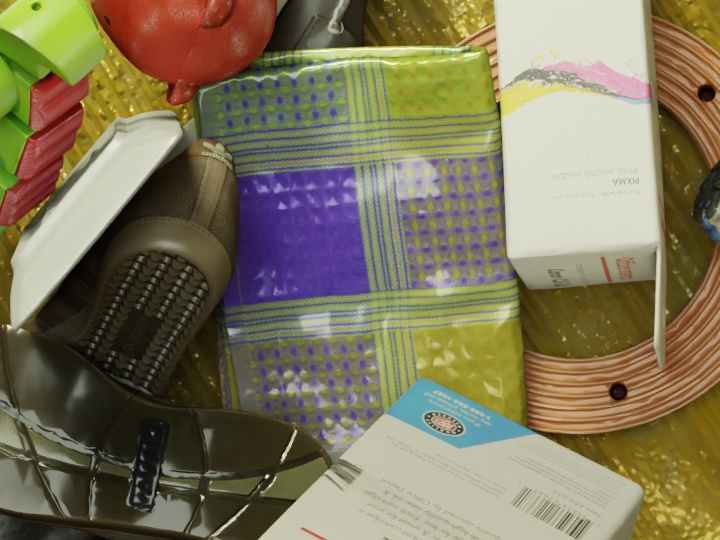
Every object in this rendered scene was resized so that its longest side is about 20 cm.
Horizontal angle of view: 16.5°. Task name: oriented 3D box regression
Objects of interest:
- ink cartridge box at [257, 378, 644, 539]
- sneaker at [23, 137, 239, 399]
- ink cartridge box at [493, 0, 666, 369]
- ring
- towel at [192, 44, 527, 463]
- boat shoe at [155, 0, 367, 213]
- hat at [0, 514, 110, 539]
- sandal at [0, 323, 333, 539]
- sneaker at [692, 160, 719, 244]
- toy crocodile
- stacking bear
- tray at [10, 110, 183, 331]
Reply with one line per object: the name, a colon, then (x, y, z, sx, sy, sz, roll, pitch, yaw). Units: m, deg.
ink cartridge box: (0.024, 0.135, 1.026, 0.115, 0.200, 0.067, 27, 123, 16)
sneaker: (-0.104, 0.015, 1.131, 0.070, 0.200, 0.076, 30, 52, -15)
ink cartridge box: (0.097, -0.058, 1.090, 0.067, 0.116, 0.201, -4, 82, 8)
ring: (0.100, -0.024, 1.155, 0.199, 0.019, 0.202, -1, 84, 9)
towel: (0.000, 0.000, 1.121, 0.143, 0.023, 0.201, -2, 105, 10)
boat shoe: (-0.030, -0.085, 1.161, 0.060, 0.072, 0.202, 35, 98, 7)
hat: (-0.090, 0.178, 1.133, 0.199, 0.081, 0.202, -1, 68, 3)
sandal: (-0.108, 0.081, 1.107, 0.199, 0.055, 0.082, 12, 74, -3)
sneaker: (0.241, -0.067, 1.114, 0.200, 0.077, 0.085, -45, 99, -5)
toy crocodile: (-0.152, -0.066, 1.104, 0.062, 0.200, 0.067, 43, 56, 10)
stacking bear: (-0.073, -0.169, 1.115, 0.113, 0.122, 0.201, 17, 51, -19)
tray: (-0.122, -0.031, 1.105, 0.022, 0.200, 0.108, 39, 91, -8)
